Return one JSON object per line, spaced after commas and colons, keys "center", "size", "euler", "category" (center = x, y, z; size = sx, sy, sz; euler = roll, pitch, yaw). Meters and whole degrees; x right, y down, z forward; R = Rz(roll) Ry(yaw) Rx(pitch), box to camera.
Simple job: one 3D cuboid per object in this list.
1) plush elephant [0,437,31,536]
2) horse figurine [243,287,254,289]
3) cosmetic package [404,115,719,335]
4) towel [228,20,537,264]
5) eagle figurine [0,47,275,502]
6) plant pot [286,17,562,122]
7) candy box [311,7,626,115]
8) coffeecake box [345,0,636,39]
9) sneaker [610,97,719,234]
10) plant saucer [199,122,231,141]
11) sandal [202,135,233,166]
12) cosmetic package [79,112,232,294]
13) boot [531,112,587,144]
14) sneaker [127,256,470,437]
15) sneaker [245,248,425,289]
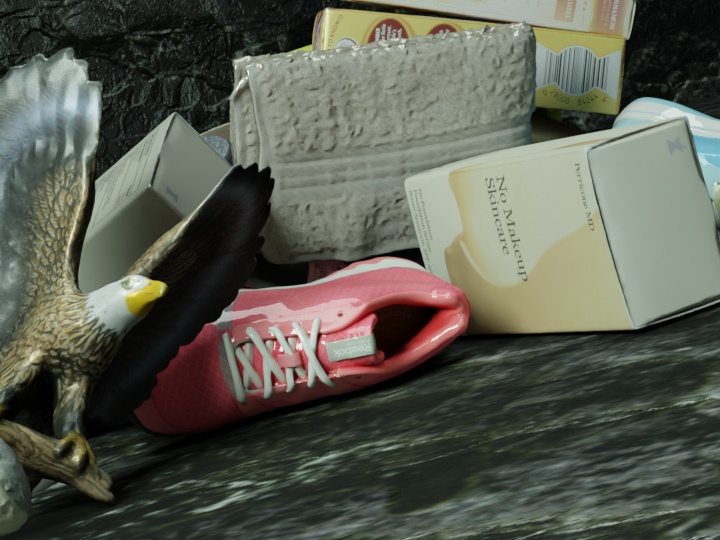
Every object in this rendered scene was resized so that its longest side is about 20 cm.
{"center": [-0.256, 0.084, 0.702], "size": [0.200, 0.165, 0.155], "euler": [-42, -17, 14], "category": "plush elephant"}
{"center": [-0.088, 0.046, 1.241], "size": [0.132, 0.050, 0.200], "euler": [-22, 10, -20], "category": "horse figurine"}
{"center": [0.111, -0.021, 1.095], "size": [0.071, 0.105, 0.200], "euler": [-18, 4, -26], "category": "cosmetic package"}
{"center": [0.017, -0.076, 1.182], "size": [0.200, 0.133, 0.034], "euler": [-10, 26, -18], "category": "towel"}
{"center": [-0.136, 0.015, 0.952], "size": [0.151, 0.152, 0.200], "euler": [0, 51, 17], "category": "eagle figurine"}
{"center": [0.050, -0.084, 1.504], "size": [0.199, 0.200, 0.181], "euler": [-10, 1, 44], "category": "plant pot"}
{"center": [0.069, -0.141, 1.315], "size": [0.200, 0.057, 0.117], "euler": [4, 6, -5], "category": "candy box"}
{"center": [0.082, -0.216, 1.392], "size": [0.200, 0.073, 0.154], "euler": [7, 8, -10], "category": "coffeecake box"}
{"center": [0.205, -0.032, 1.204], "size": [0.131, 0.080, 0.200], "euler": [-42, 34, -22], "category": "sneaker"}
{"center": [-0.081, -0.014, 1.333], "size": [0.200, 0.200, 0.032], "euler": [-17, 45, -23], "category": "plant saucer"}
{"center": [-0.141, -0.001, 1.238], "size": [0.200, 0.043, 0.076], "euler": [-54, 36, 2], "category": "sandal"}
{"center": [-0.159, 0.010, 1.130], "size": [0.200, 0.073, 0.104], "euler": [-37, 20, 22], "category": "cosmetic package"}
{"center": [0.063, -0.036, 1.325], "size": [0.201, 0.144, 0.071], "euler": [4, 32, -19], "category": "boot"}
{"center": [-0.031, 0.036, 1.045], "size": [0.200, 0.074, 0.087], "euler": [-18, 10, -24], "category": "sneaker"}
{"center": [0.000, 0.000, 1.238], "size": [0.200, 0.070, 0.082], "euler": [7, 19, 8], "category": "sneaker"}
